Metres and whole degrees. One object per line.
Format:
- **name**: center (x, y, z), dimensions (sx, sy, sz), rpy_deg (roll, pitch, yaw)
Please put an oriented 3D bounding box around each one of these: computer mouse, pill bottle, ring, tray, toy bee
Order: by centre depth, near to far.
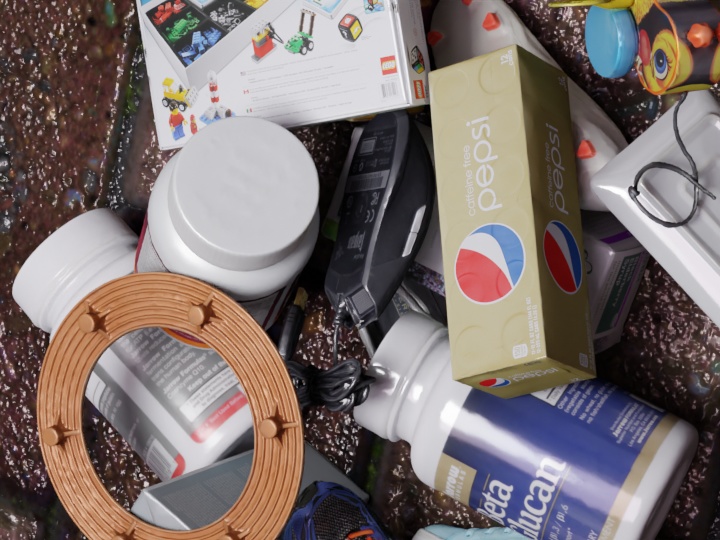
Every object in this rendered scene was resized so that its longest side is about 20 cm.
- **toy bee**: center (0.189, -0.146, 1.352), dimensions (0.200, 0.131, 0.109), rpy_deg (57, 156, 5)
- **tray**: center (0.243, -0.015, 1.393), dimensions (0.107, 0.022, 0.200), rpy_deg (-40, 83, -17)
- **ring**: center (-0.124, 0.101, 1.430), dimensions (0.200, 0.019, 0.201), rpy_deg (5, 100, 28)
- **pill bottle**: center (0.101, 0.104, 1.440), dimensions (0.200, 0.111, 0.111), rpy_deg (26, 109, 15)
- **computer mouse**: center (0.000, 0.000, 1.465), dimensions (0.140, 0.046, 0.201), rpy_deg (-16, 60, 64)
- **pill bottle**: center (-0.086, -0.024, 1.476), dimensions (0.109, 0.200, 0.110), rpy_deg (3, 72, -9)
- **pill bottle**: center (-0.144, 0.057, 1.610), dimensions (0.200, 0.114, 0.114), rpy_deg (46, 115, 15)

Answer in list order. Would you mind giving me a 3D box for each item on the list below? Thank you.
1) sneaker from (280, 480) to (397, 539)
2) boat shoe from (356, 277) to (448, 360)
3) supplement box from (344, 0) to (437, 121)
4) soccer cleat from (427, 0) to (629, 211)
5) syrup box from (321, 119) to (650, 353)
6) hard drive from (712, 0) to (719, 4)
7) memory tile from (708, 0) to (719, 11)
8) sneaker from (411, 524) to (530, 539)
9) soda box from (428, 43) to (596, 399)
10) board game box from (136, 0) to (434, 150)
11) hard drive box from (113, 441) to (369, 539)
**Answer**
- **sneaker**: center (0.023, 0.213, 1.523), dimensions (0.078, 0.075, 0.200), rpy_deg (1, 137, 52)
- **boat shoe**: center (0.044, 0.077, 1.539), dimensions (0.074, 0.065, 0.200), rpy_deg (-36, 80, 27)
- **supplement box**: center (-0.024, -0.208, 1.513), dimensions (0.131, 0.103, 0.201), rpy_deg (14, 104, 28)
- **soccer cleat**: center (0.112, -0.107, 1.479), dimensions (0.069, 0.077, 0.200), rpy_deg (-49, 54, 19)
- **syrup box**: center (0.084, -0.023, 1.495), dimensions (0.200, 0.081, 0.079), rpy_deg (27, 110, 24)
- **hard drive**: center (0.224, -0.268, 1.415), dimensions (0.132, 0.027, 0.200), rpy_deg (-37, 80, 28)
- **memory tile**: center (0.223, -0.197, 1.402), dimensions (0.200, 0.017, 0.153), rpy_deg (40, 114, 18)
- **sneaker**: center (0.128, 0.189, 1.520), dimensions (0.200, 0.074, 0.082), rpy_deg (14, 73, 32)
- **soda box**: center (0.091, -0.030, 1.381), dimensions (0.068, 0.064, 0.201), rpy_deg (-16, 69, 32)
- **board game box**: center (-0.052, -0.152, 1.453), dimensions (0.200, 0.035, 0.127), rpy_deg (-7, 92, 34)
- **hard drive box**: center (-0.102, 0.209, 1.560), dimensions (0.077, 0.200, 0.156), rpy_deg (39, 112, 19)
